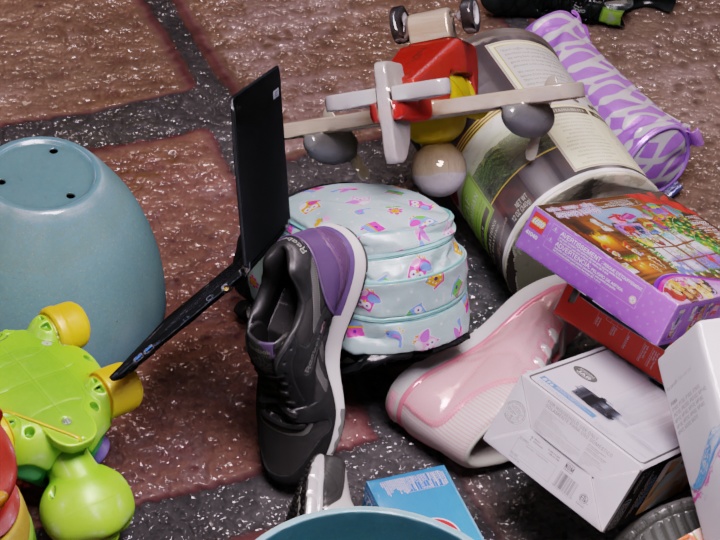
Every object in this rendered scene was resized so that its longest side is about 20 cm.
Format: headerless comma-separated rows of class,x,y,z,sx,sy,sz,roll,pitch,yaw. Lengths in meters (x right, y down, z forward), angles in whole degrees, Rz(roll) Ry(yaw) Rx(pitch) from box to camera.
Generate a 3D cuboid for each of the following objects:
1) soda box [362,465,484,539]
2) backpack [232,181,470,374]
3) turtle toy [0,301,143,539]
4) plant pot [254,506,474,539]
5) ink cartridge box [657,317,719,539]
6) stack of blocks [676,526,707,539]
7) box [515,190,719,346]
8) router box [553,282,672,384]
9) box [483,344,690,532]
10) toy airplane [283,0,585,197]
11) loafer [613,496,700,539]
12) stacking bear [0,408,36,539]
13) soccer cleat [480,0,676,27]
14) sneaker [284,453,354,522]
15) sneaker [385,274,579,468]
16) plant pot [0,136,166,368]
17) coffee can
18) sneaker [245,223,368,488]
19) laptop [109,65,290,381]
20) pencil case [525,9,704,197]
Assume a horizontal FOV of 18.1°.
soda box,0.064,0.233,1.573,0.064,0.068,0.200,-10,44,-19
backpack,0.000,0.000,1.746,0.166,0.127,0.200,-20,23,-20
turtle toy,-0.232,0.119,1.633,0.145,0.101,0.200,-20,49,-31
plant pot,0.001,0.285,1.417,0.199,0.188,0.200,3,42,-3
ink cartridge box,0.303,0.129,1.537,0.147,0.086,0.201,-8,73,-16
stack of blocks,0.236,0.243,1.558,0.200,0.059,0.115,-23,77,-19
box,0.225,-0.006,1.702,0.137,0.039,0.200,37,24,26
router box,0.272,0.045,1.759,0.179,0.049,0.200,34,23,23
box,0.190,0.116,1.660,0.117,0.060,0.200,38,23,22
toy airplane,0.050,-0.120,1.763,0.199,0.142,0.200,-23,22,-23
loafer,0.276,0.194,1.658,0.199,0.070,0.075,-15,80,-9
stacking bear,-0.266,0.173,1.494,0.121,0.200,0.114,-17,47,-25
soccer cleat,0.212,-0.268,2.158,0.199,0.068,0.081,-12,58,-21
sneaker,-0.013,0.217,1.588,0.080,0.074,0.200,7,48,-11
sneaker,0.126,0.085,1.742,0.200,0.075,0.105,-31,50,-26
plant pot,-0.249,-0.024,1.765,0.199,0.135,0.200,4,42,-4
coffee can,0.144,-0.086,1.880,0.146,0.147,0.200,-12,45,-20
sneaker,-0.058,0.065,1.644,0.076,0.201,0.087,17,16,31
laptop,-0.117,-0.036,1.633,0.103,0.200,0.177,50,14,-4
pencil case,0.215,-0.150,2.007,0.085,0.084,0.200,-41,55,1
